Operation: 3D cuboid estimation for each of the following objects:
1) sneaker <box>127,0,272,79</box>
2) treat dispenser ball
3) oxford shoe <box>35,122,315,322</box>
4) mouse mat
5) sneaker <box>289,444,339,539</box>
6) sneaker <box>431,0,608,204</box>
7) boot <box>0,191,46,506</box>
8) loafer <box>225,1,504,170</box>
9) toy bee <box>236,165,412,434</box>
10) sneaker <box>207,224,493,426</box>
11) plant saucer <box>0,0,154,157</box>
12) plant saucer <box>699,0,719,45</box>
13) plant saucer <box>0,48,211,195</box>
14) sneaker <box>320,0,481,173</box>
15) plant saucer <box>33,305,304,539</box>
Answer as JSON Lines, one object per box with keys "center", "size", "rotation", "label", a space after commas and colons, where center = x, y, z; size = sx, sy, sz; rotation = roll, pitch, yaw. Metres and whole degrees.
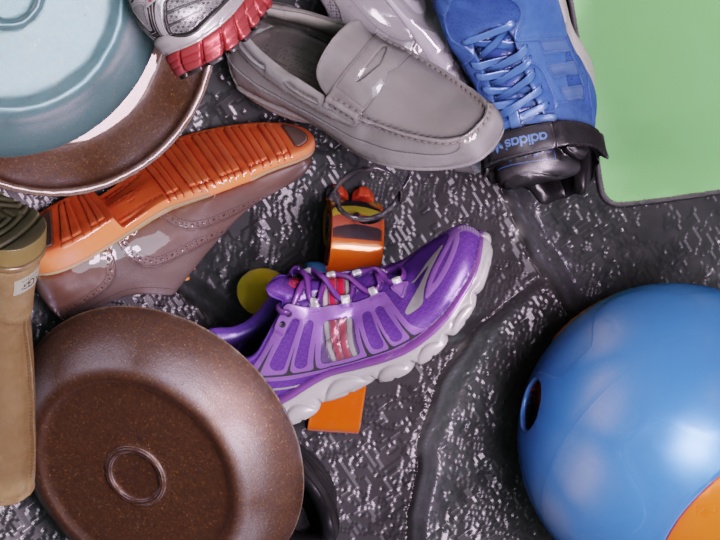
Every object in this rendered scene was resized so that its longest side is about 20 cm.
{"center": [-0.072, -0.210, 1.513], "size": [0.082, 0.078, 0.200], "rotation": [48, 53, -20], "label": "sneaker"}
{"center": [0.201, 0.108, 1.606], "size": [0.200, 0.201, 0.202], "rotation": [-2, 100, -14], "label": "treat dispenser ball"}
{"center": [-0.116, -0.032, 1.578], "size": [0.199, 0.071, 0.073], "rotation": [-24, 122, -4], "label": "oxford shoe"}
{"center": [0.221, -0.143, 1.629], "size": [0.160, 0.008, 0.201], "rotation": [-7, 110, 11], "label": "mouse mat"}
{"center": [-0.085, 0.108, 1.589], "size": [0.200, 0.091, 0.076], "rotation": [38, 90, -16], "label": "sneaker"}
{"center": [0.100, -0.113, 1.545], "size": [0.076, 0.200, 0.112], "rotation": [-11, 63, 17], "label": "sneaker"}
{"center": [-0.265, 0.028, 1.512], "size": [0.066, 0.175, 0.201], "rotation": [-34, 146, -41], "label": "boot"}
{"center": [-0.003, -0.116, 1.525], "size": [0.070, 0.199, 0.070], "rotation": [-54, 147, -27], "label": "loafer"}
{"center": [0.000, 0.000, 1.597], "size": [0.130, 0.109, 0.200], "rotation": [24, 119, -18], "label": "toy bee"}
{"center": [-0.011, 0.026, 1.504], "size": [0.199, 0.081, 0.084], "rotation": [-29, 116, 17], "label": "sneaker"}
{"center": [-0.212, -0.166, 1.487], "size": [0.199, 0.036, 0.201], "rotation": [-2, 99, -14], "label": "plant saucer"}
{"center": [0.283, -0.260, 1.647], "size": [0.199, 0.048, 0.201], "rotation": [-30, 105, -8], "label": "plant saucer"}
{"center": [-0.191, -0.148, 1.538], "size": [0.199, 0.037, 0.202], "rotation": [-3, 100, -15], "label": "plant saucer"}
{"center": [0.022, -0.146, 1.599], "size": [0.082, 0.075, 0.201], "rotation": [-20, 112, 25], "label": "sneaker"}
{"center": [-0.133, 0.120, 1.545], "size": [0.199, 0.037, 0.201], "rotation": [10, 119, 18], "label": "plant saucer"}
